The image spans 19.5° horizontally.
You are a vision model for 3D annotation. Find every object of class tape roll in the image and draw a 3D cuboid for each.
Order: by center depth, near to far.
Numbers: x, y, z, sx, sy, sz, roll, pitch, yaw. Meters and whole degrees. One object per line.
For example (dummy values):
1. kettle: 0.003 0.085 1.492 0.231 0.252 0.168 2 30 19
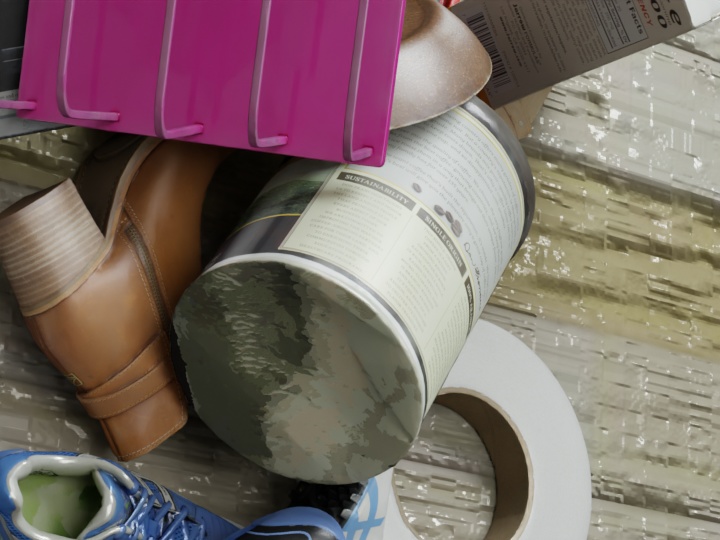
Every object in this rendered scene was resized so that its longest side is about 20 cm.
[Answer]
1. tape roll: 0.053 0.128 1.272 0.202 0.037 0.204 10 73 -32

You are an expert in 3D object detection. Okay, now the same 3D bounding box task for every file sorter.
1. file sorter: -0.083 -0.133 1.051 0.198 0.125 0.140 8 94 6

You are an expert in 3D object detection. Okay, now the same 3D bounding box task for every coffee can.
1. coffee can: 0.000 0.000 1.170 0.147 0.146 0.200 49 39 -13

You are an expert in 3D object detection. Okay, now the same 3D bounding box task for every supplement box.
1. supplement box: 0.160 -0.170 1.263 0.126 0.199 0.074 -27 95 -36

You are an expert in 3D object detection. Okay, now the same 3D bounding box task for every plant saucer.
1. plant saucer: -0.025 -0.128 1.195 0.200 0.200 0.037 -25 124 -36

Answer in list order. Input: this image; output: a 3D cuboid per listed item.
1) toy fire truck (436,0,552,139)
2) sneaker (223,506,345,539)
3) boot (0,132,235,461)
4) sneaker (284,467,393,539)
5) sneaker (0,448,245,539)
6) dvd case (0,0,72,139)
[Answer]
1. toy fire truck: 0.071 -0.124 1.344 0.141 0.049 0.201 30 63 -26
2. sneaker: -0.084 0.200 1.086 0.200 0.078 0.070 -38 101 -6
3. boot: -0.109 0.000 1.186 0.200 0.073 0.155 -37 106 -36
4. sneaker: -0.016 0.189 1.174 0.072 0.072 0.201 19 84 -29
5. sneaker: -0.131 0.144 1.119 0.199 0.077 0.076 18 66 -31
6. dvd case: -0.197 -0.173 1.130 0.149 0.025 0.202 -11 96 -7
